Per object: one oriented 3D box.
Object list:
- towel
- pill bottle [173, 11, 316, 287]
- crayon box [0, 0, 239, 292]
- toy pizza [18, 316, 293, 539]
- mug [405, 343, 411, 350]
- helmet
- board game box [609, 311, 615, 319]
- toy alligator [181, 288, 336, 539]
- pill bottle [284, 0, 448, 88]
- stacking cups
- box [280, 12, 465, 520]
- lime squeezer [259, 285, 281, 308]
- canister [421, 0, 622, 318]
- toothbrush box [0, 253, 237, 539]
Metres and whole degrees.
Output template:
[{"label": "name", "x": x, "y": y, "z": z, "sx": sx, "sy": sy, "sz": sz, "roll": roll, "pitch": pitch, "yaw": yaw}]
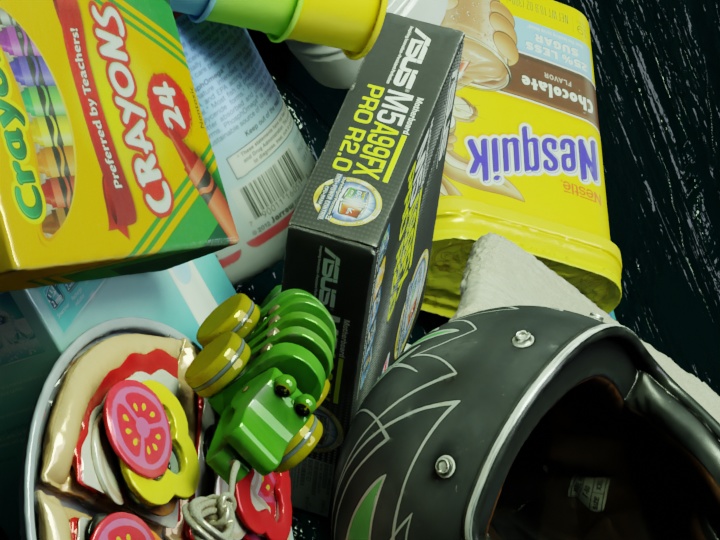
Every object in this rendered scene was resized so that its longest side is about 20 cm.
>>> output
[{"label": "towel", "x": 0.129, "y": 0.069, "z": 1.401, "sx": 0.200, "sy": 0.034, "sz": 0.133, "roll": 37, "pitch": 27, "yaw": -9}, {"label": "pill bottle", "x": -0.103, "y": -0.092, "z": 1.287, "sx": 0.200, "sy": 0.108, "sz": 0.109, "roll": 63, "pitch": 28, "yaw": -19}, {"label": "crayon box", "x": -0.136, "y": -0.057, "z": 1.086, "sx": 0.200, "sy": 0.051, "sz": 0.127, "roll": -11, "pitch": 84, "yaw": -60}, {"label": "toy pizza", "x": -0.074, "y": 0.116, "z": 1.122, "sx": 0.200, "sy": 0.032, "sz": 0.201, "roll": 35, "pitch": 48, "yaw": -51}, {"label": "mug", "x": 0.049, "y": 0.101, "z": 1.449, "sx": 0.200, "sy": 0.148, "sz": 0.176, "roll": 28, "pitch": 36, "yaw": -13}, {"label": "helmet", "x": 0.078, "y": 0.116, "z": 1.244, "sx": 0.191, "sy": 0.200, "sz": 0.200, "roll": 45, "pitch": 28, "yaw": 4}, {"label": "board game box", "x": 0.135, "y": 0.103, "z": 1.692, "sx": 0.152, "sy": 0.045, "sz": 0.201, "roll": -1, "pitch": 74, "yaw": -62}, {"label": "toy alligator", "x": -0.037, "y": 0.053, "z": 1.128, "sx": 0.059, "sy": 0.054, "sz": 0.200, "roll": 46, "pitch": 19, "yaw": -16}, {"label": "pill bottle", "x": -0.040, "y": -0.201, "z": 1.464, "sx": 0.200, "sy": 0.114, "sz": 0.115, "roll": 51, "pitch": 34, "yaw": -37}, {"label": "stacking cups", "x": -0.087, "y": -0.138, "z": 1.200, "sx": 0.199, "sy": 0.061, "sz": 0.061, "roll": 7, "pitch": 63, "yaw": -22}, {"label": "box", "x": 0.000, "y": 0.000, "z": 1.299, "sx": 0.200, "sy": 0.044, "sz": 0.160, "roll": 98, "pitch": 11, "yaw": -45}, {"label": "lime squeezer", "x": -0.055, "y": 0.068, "z": 1.361, "sx": 0.071, "sy": 0.038, "sz": 0.200, "roll": 47, "pitch": 35, "yaw": -41}, {"label": "canister", "x": 0.080, "y": -0.074, "z": 1.612, "sx": 0.148, "sy": 0.087, "sz": 0.201, "roll": 14, "pitch": 55, "yaw": -26}, {"label": "toothbrush box", "x": -0.141, "y": 0.002, "z": 1.184, "sx": 0.200, "sy": 0.085, "sz": 0.147, "roll": 61, "pitch": 30, "yaw": -19}]
